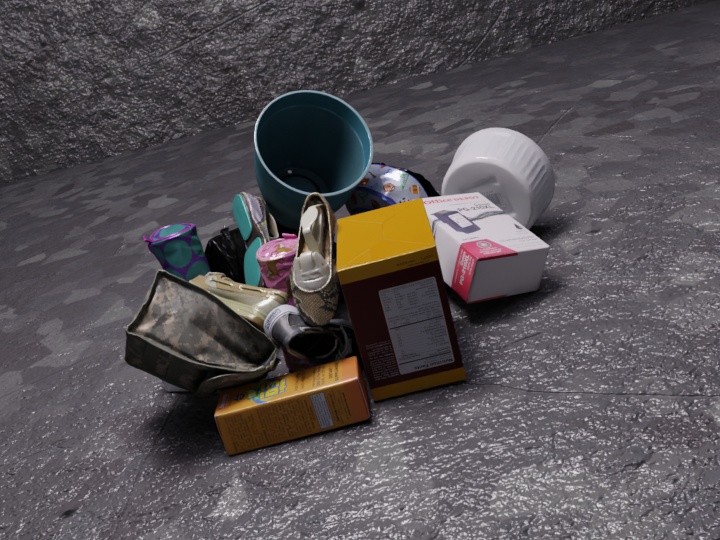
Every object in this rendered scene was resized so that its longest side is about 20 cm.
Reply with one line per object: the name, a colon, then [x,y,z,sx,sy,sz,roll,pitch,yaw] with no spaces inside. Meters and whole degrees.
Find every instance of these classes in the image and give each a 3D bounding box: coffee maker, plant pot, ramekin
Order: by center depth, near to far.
plant pot: [-0.094,-0.170,1.334,0.198,0.201,0.188,-25,-17,-23]
ramekin: [0.244,-0.146,1.404,0.198,0.202,0.098,1,35,33]
coffee maker: [-0.173,-0.033,1.426,0.199,0.136,0.192,-28,-2,-30]

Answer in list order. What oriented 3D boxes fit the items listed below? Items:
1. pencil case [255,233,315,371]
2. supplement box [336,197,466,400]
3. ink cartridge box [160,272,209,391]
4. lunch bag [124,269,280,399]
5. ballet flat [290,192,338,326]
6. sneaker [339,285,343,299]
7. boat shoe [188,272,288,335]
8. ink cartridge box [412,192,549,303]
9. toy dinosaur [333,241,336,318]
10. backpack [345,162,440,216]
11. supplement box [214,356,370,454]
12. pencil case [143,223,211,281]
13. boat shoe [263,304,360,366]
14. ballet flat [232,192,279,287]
pencil case: [-0.095,0.050,1.148,0.082,0.203,0.087,-18,21,-10]
supplement box: [0.054,0.036,1.088,0.131,0.202,0.198,-14,22,4]
ink cartridge box: [-0.256,0.091,1.256,0.066,0.117,0.200,-7,24,31]
lunch bag: [-0.217,0.109,1.072,0.119,0.198,0.164,-67,9,-24]
ballet flat: [-0.065,-0.024,1.049,0.067,0.076,0.202,-6,53,6]
sneaker: [-0.063,0.028,1.349,0.078,0.075,0.200,6,30,30]
boat shoe: [-0.180,0.038,1.122,0.199,0.073,0.064,17,67,48]
ink cartridge box: [0.180,-0.043,1.242,0.143,0.085,0.200,-8,34,-27]
toy dinosaur: [-0.068,0.015,1.292,0.104,0.202,0.181,-25,8,29]
backpack: [0.055,-0.095,1.403,0.198,0.192,0.154,9,46,44]
supplement box: [-0.090,0.179,1.025,0.197,0.070,0.067,-17,21,4]
pencil case: [-0.304,0.019,1.346,0.091,0.203,0.085,-19,23,-15]
boat shoe: [-0.047,0.103,1.079,0.074,0.199,0.068,-53,51,3]
ballet flat: [-0.162,-0.045,1.279,0.071,0.072,0.202,-15,59,-2]
